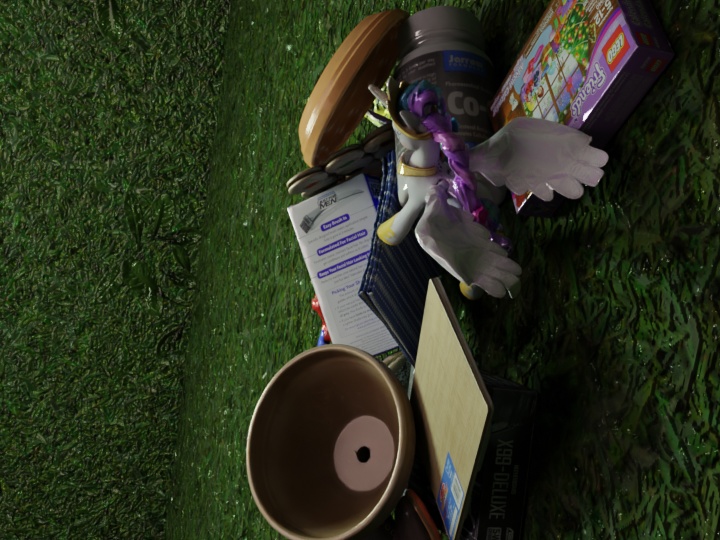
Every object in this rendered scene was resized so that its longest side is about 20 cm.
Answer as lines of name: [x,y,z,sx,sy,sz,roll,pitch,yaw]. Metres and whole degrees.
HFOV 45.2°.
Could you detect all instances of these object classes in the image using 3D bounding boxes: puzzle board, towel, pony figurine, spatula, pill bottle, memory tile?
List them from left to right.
memory tile: [-0.001,-0.123,1.037,0.017,0.152,0.200,64,-167,5]
spatula: [0.036,-0.163,1.104,0.021,0.056,0.200,-63,-7,-11]
towel: [0.047,-0.012,0.921,0.024,0.145,0.202,-10,48,26]
pill bottle: [0.090,-0.165,0.909,0.114,0.112,0.203,135,137,-61]
puzzle board: [0.080,0.130,0.787,0.152,0.017,0.202,-110,18,-45]
pony figurine: [0.087,-0.059,0.734,0.167,0.192,0.201,-47,-23,-20]

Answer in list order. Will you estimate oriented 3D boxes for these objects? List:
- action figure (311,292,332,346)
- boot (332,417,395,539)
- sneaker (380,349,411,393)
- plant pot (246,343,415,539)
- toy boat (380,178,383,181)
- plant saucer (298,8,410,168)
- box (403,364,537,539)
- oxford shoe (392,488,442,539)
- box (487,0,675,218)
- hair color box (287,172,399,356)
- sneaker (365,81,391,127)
action figure: [-0.037,0.089,1.270,0.099,0.064,0.203,-63,-22,-62]
boot: [0.020,0.268,1.011,0.077,0.137,0.203,-42,-24,-75]
sneaker: [0.048,0.177,1.036,0.089,0.076,0.202,42,129,34]
plant pot: [-0.017,0.186,0.912,0.198,0.092,0.204,-13,66,30]
toy boat: [-0.006,-0.023,1.120,0.132,0.129,0.202,-106,29,-48]
plant saucer: [-0.012,-0.208,0.972,0.202,0.037,0.200,-57,-4,-5]
box: [0.100,0.179,0.875,0.200,0.049,0.161,-170,86,-71]
oxford shoe: [0.048,0.315,0.874,0.071,0.071,0.203,-142,42,-61]
box: [0.181,-0.162,0.755,0.201,0.038,0.139,119,150,-49]
hair color box: [0.000,0.000,1.025,0.065,0.108,0.203,-8,-102,-68]
sneaker: [0.058,-0.202,1.072,0.199,0.075,0.077,178,99,-68]
